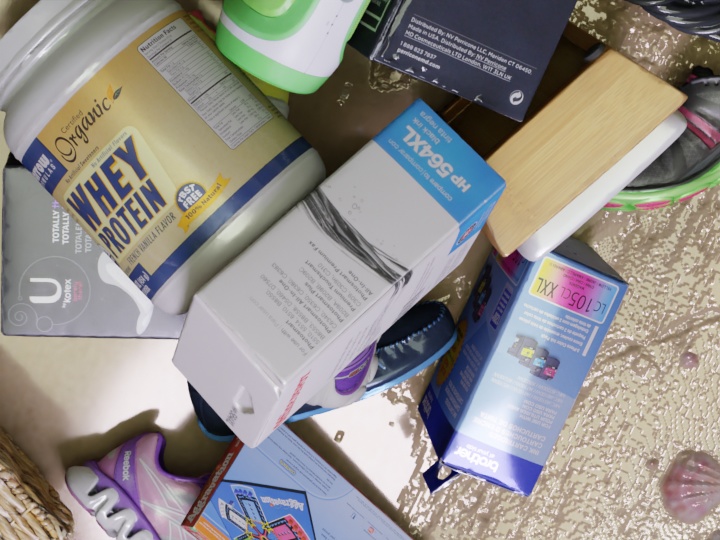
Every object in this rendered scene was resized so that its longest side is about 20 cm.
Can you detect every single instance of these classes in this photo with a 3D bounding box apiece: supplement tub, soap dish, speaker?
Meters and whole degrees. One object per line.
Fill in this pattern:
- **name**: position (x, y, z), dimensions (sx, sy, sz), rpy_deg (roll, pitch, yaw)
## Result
- **supplement tub**: position (-0.136, -0.087, 1.376), dimensions (0.144, 0.144, 0.200), rpy_deg (-43, 90, 4)
- **soap dish**: position (0.125, -0.097, 1.474), dimensions (0.157, 0.200, 0.081), rpy_deg (-42, 107, 4)
- **speaker**: position (-0.015, -0.213, 1.341), dimensions (0.088, 0.088, 0.200), rpy_deg (25, 108, -12)

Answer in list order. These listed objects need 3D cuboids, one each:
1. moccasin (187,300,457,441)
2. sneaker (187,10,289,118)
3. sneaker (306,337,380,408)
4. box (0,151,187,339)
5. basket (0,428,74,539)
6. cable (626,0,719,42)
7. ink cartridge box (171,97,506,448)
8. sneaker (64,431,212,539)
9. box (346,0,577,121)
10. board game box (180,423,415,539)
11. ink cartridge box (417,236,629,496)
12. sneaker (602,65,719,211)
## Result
- **moccasin**: position (-0.030, 0.062, 1.554), dimensions (0.200, 0.080, 0.068), rpy_deg (-23, 109, -2)
- **sneaker**: position (-0.142, -0.142, 1.507), dimensions (0.200, 0.078, 0.090), rpy_deg (12, 71, -2)
- **sneaker**: position (0.000, 0.000, 1.500), dimensions (0.081, 0.200, 0.083), rpy_deg (12, 144, -3)
- **box**: position (-0.148, -0.020, 1.508), dimensions (0.200, 0.106, 0.122), rpy_deg (2, 101, -7)
- **basket**: position (-0.317, 0.155, 1.505), dimensions (0.149, 0.143, 0.200), rpy_deg (-42, 99, -2)
- **cable**: position (0.270, -0.245, 1.544), dimensions (0.200, 0.051, 0.163), rpy_deg (-34, 109, -1)
- **ink cartridge box**: position (-0.016, 0.004, 1.365), dimensions (0.200, 0.146, 0.084), rpy_deg (-41, 82, -21)
- **sneaker**: position (-0.120, 0.194, 1.560), dimensions (0.088, 0.080, 0.200), rpy_deg (-42, 83, -11)
- **box**: position (0.069, -0.227, 1.432), dimensions (0.123, 0.200, 0.199), rpy_deg (20, 100, -22)
- **board game box**: position (-0.035, 0.196, 1.559), dimensions (0.200, 0.019, 0.103), rpy_deg (45, 64, -31)
- **ink cartridge box**: position (0.107, 0.072, 1.544), dimensions (0.076, 0.136, 0.200), rpy_deg (21, 99, -9)
- **sneaker**: position (0.245, -0.102, 1.564), dimensions (0.200, 0.077, 0.084), rpy_deg (-26, 87, -4)
